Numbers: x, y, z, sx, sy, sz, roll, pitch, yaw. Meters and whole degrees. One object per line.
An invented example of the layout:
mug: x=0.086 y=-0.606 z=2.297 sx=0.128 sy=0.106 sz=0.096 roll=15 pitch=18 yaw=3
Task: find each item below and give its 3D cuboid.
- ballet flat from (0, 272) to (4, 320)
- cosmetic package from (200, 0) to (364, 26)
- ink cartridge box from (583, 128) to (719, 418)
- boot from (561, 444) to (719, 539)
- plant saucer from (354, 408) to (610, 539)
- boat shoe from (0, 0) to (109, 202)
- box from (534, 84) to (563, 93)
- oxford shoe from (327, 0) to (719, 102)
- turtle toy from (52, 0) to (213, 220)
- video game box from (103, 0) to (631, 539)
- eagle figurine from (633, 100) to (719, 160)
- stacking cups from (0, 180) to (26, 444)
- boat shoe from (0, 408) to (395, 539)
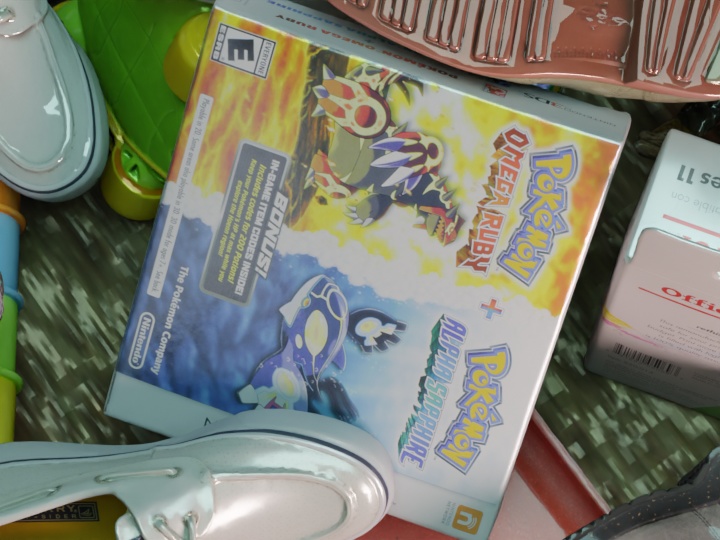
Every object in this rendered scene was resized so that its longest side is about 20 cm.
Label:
ballet flat: x=-0.235 y=0.015 z=1.158 sx=0.199 sy=0.072 sz=0.072 roll=-1 pitch=68 yaw=35
cosmetic package: x=-0.022 y=-0.172 z=1.138 sx=0.199 sy=0.085 sz=0.108 roll=7 pitch=61 yaw=-43
ink cartridge box: x=0.170 y=0.005 z=1.127 sx=0.117 sy=0.200 sz=0.068 roll=20 pitch=72 yaw=4
boot: x=0.149 y=0.157 z=1.111 sx=0.199 sy=0.070 sz=0.132 roll=-30 pitch=79 yaw=-7
plant saucer: x=0.027 y=0.161 z=1.158 sx=0.199 sy=0.037 sz=0.200 roll=-34 pitch=77 yaw=-12
boat shoe: x=-0.176 y=-0.124 z=1.162 sx=0.072 sy=0.066 sz=0.201 roll=-23 pitch=85 yaw=5
box: x=0.078 y=-0.168 z=1.262 sx=0.117 sy=0.048 sz=0.201 roll=29 pitch=72 yaw=7
oxford shoe: x=0.072 y=-0.105 z=1.082 sx=0.199 sy=0.074 sz=0.071 roll=16 pitch=83 yaw=-2
turtle toy: x=-0.065 y=-0.090 z=1.195 sx=0.101 sy=0.146 sz=0.201 roll=-19 pitch=73 yaw=-30
video game box: x=0.000 y=0.000 z=1.108 sx=0.181 sy=0.047 sz=0.201 roll=18 pitch=113 yaw=2
eagle figurine: x=0.176 y=-0.123 z=1.189 sx=0.150 sy=0.152 sz=0.201 roll=23 pitch=70 yaw=-11
stacking cups: x=-0.178 y=-0.005 z=1.192 sx=0.060 sy=0.061 sz=0.201 roll=3 pitch=71 yaw=-1
boat shoe: x=-0.085 y=0.108 z=1.102 sx=0.199 sy=0.071 sz=0.070 roll=-3 pitch=30 yaw=8
